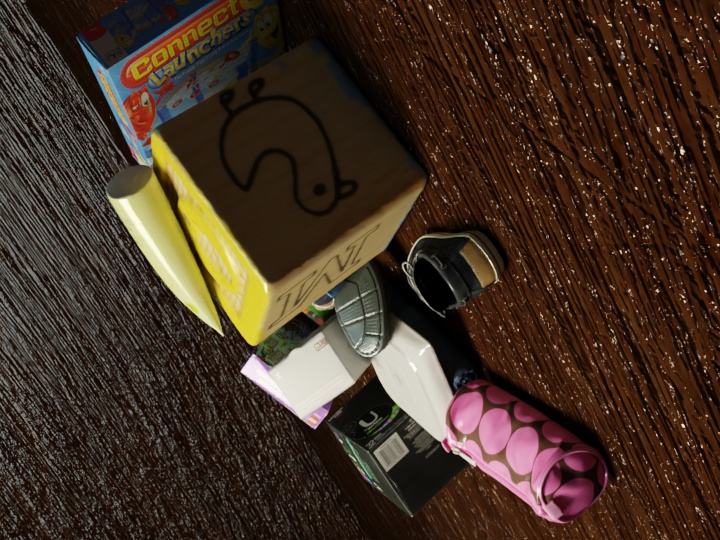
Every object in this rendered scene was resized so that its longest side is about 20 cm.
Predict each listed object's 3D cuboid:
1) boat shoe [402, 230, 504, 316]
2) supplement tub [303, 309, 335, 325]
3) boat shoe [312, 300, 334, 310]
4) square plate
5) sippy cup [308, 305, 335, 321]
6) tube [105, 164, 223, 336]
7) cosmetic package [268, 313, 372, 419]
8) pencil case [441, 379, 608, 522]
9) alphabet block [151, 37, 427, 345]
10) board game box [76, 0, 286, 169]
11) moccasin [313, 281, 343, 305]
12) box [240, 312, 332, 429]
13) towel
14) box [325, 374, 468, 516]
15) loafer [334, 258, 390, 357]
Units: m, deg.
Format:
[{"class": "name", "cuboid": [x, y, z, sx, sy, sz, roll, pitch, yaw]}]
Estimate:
[{"class": "boat shoe", "cuboid": [0.079, 0.005, 0.835, 0.075, 0.062, 0.200, 54, 167, -6]}, {"class": "supplement tub", "cuboid": [-0.134, 0.021, 1.441, 0.202, 0.106, 0.107, 56, 165, -8]}, {"class": "boat shoe", "cuboid": [-0.082, -0.036, 1.058, 0.074, 0.074, 0.204, -12, 113, 24]}, {"class": "square plate", "cuboid": [0.058, 0.132, 1.051, 0.197, 0.028, 0.203, 33, 152, 53]}, {"class": "sippy cup", "cuboid": [-0.108, -0.006, 1.264, 0.130, 0.136, 0.183, 38, -136, -79]}, {"class": "tube", "cuboid": [-0.197, -0.014, 0.856, 0.059, 0.051, 0.203, -91, -14, -46]}, {"class": "cosmetic package", "cuboid": [-0.036, 0.115, 1.162, 0.091, 0.106, 0.200, 53, -156, -3]}, {"class": "pencil case", "cuboid": [0.171, 0.196, 0.899, 0.092, 0.093, 0.199, 59, 164, -24]}, {"class": "alphabet block", "cuboid": [-0.081, -0.075, 0.851, 0.196, 0.198, 0.197, 50, 158, 10]}, {"class": "board game box", "cuboid": [-0.172, -0.215, 0.869, 0.056, 0.199, 0.197, 45, 164, 20]}, {"class": "moccasin", "cuboid": [-0.107, -0.032, 0.975, 0.201, 0.080, 0.068, 50, 150, 10]}, {"class": "box", "cuboid": [-0.092, 0.134, 1.244, 0.136, 0.039, 0.201, 38, -158, -6]}, {"class": "towel", "cuboid": [0.078, 0.096, 1.057, 0.200, 0.048, 0.113, 45, 162, 36]}, {"class": "box", "cuboid": [0.060, 0.247, 1.245, 0.126, 0.148, 0.199, 56, 165, -13]}, {"class": "loafer", "cuboid": [0.000, 0.000, 0.997, 0.071, 0.062, 0.205, -21, 83, 32]}]
